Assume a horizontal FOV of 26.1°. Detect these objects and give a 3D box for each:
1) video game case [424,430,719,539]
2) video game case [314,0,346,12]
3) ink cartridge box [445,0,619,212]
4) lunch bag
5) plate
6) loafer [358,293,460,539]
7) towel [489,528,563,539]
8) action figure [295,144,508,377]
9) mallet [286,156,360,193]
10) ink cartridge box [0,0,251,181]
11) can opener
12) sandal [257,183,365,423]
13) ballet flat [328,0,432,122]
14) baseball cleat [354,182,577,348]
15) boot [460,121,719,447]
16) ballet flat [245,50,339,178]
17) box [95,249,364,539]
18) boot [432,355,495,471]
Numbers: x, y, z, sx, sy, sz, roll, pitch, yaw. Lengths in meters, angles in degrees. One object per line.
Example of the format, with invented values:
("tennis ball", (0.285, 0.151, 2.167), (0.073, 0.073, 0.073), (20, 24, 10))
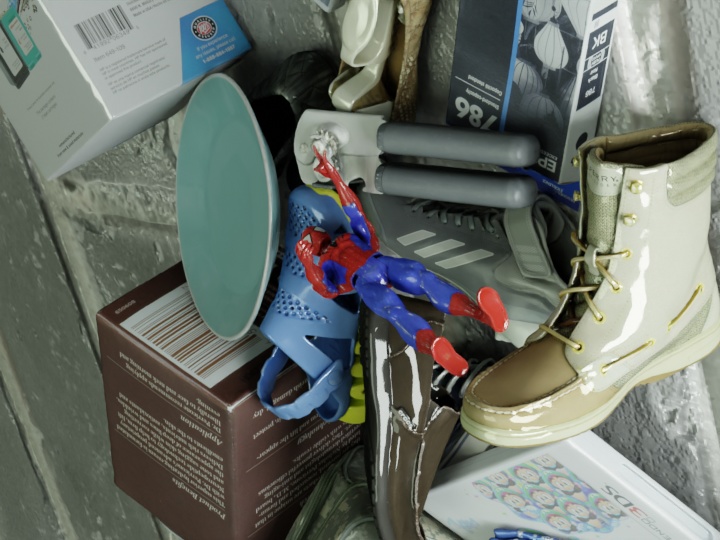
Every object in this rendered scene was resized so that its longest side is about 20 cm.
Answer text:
("video game case", (0.156, 0.188, 1.120), (0.182, 0.024, 0.200), (38, 147, -14))
("video game case", (-0.060, -0.305, 1.058), (0.200, 0.023, 0.182), (45, 143, 16))
("ink cartridge box", (0.106, -0.129, 0.985), (0.099, 0.039, 0.201), (31, 137, 30))
("lunch bag", (-0.006, 0.257, 1.257), (0.138, 0.168, 0.201), (25, 102, -15))
("plate", (-0.098, -0.048, 1.179), (0.200, 0.025, 0.202), (14, 106, 62))
("loafer", (0.038, 0.112, 1.102), (0.073, 0.071, 0.202), (-105, 12, -72))
("towel", (0.192, 0.256, 1.130), (0.198, 0.024, 0.146), (8, 136, 29))
("action figure", (0.003, -0.011, 0.991), (0.099, 0.065, 0.200), (53, 166, -31))
("mallet", (0.000, 0.000, 1.173), (0.066, 0.041, 0.202), (-21, 88, 55))
("ink cartridge box", (-0.217, -0.206, 1.210), (0.201, 0.146, 0.146), (59, 145, -2))
("can opener", (0.036, -0.077, 1.034), (0.199, 0.066, 0.053), (10, 103, 40))
("sandal", (-0.035, 0.034, 1.134), (0.079, 0.086, 0.202), (31, 131, 52))
("ballet flat", (0.006, -0.145, 1.065), (0.070, 0.065, 0.201), (34, 139, 26))
("baseball cleat", (0.084, -0.027, 1.077), (0.200, 0.070, 0.107), (38, 126, 21))
("boot", (0.137, 0.006, 0.917), (0.072, 0.199, 0.156), (33, 138, 47))
("ballet flat", (-0.079, -0.109, 1.199), (0.067, 0.057, 0.200), (54, 144, 5))
("box", (-0.103, 0.108, 1.298), (0.165, 0.164, 0.201), (31, 137, 31))
("boot", (0.077, 0.092, 1.155), (0.090, 0.072, 0.200), (49, 141, 14))
